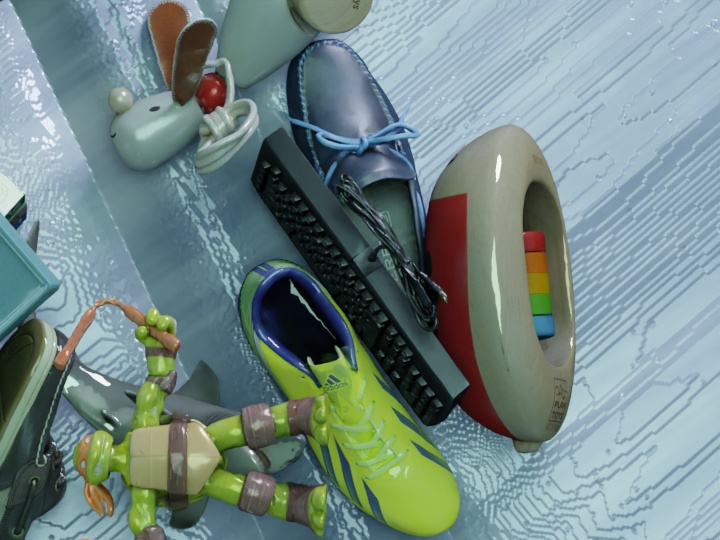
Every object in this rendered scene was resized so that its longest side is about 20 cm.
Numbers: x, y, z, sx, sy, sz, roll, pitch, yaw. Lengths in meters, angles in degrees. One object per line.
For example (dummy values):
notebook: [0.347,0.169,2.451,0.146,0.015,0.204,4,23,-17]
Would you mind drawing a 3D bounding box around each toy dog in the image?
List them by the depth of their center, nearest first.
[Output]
toy dog: [-0.083,-0.157,1.664,0.200,0.132,0.096,-47,112,-19]

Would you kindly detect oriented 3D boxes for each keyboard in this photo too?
keyboard: [0.000,0.000,1.629,0.021,0.127,0.200,-31,77,-26]

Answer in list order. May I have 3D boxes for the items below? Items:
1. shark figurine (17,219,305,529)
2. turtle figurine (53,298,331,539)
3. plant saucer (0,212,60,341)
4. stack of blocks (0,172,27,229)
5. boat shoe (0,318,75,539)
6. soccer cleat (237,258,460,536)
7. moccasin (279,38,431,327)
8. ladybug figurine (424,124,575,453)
shark figurine: [-0.130,0.069,1.649,0.214,0.128,0.090,31,50,5]
turtle figurine: [-0.099,0.119,1.550,0.160,0.064,0.202,3,72,1]
plant saucer: [-0.264,0.050,1.546,0.200,0.019,0.070,-44,106,-13]
stack of blocks: [-0.287,0.014,1.612,0.059,0.115,0.200,41,79,0]
boat shoe: [-0.207,0.121,1.607,0.066,0.072,0.202,18,113,-22]
soccer cleat: [-0.009,0.081,1.650,0.065,0.084,0.201,-36,88,-10]
moccasin: [0.012,-0.054,1.679,0.080,0.068,0.201,-23,86,-9]
ladybug figurine: [0.084,0.013,1.656,0.071,0.136,0.202,-8,81,22]
